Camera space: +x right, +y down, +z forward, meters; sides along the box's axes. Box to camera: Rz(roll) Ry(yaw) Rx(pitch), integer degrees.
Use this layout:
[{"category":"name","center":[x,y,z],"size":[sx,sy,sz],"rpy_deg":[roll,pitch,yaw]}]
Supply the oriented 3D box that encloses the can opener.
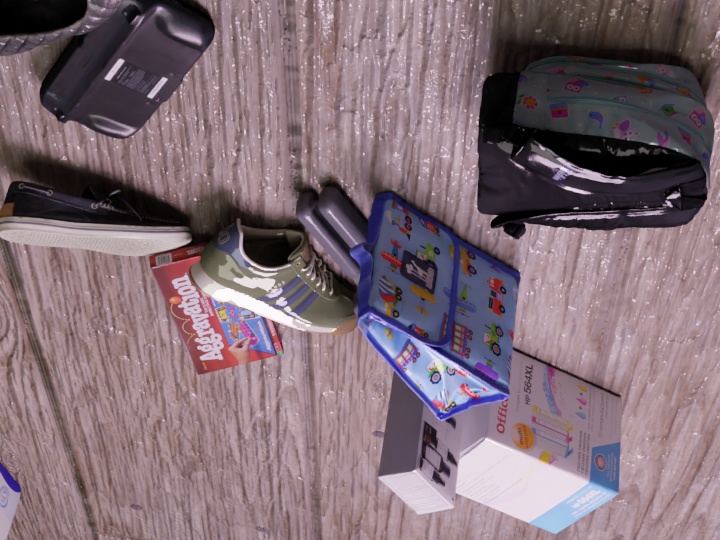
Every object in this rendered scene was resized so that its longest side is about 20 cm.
[{"category":"can opener","center":[0.000,0.000,1.547],"size":[0.053,0.067,0.200],"rpy_deg":[-13,138,28]}]

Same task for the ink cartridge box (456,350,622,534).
[{"category":"ink cartridge box","center":[0.174,0.184,1.701],"size":[0.199,0.129,0.125],"rpy_deg":[24,142,-19]}]

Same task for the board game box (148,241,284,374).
[{"category":"board game box","center":[-0.153,0.040,1.656],"size":[0.102,0.020,0.200],"rpy_deg":[-13,141,2]}]

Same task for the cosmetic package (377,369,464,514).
[{"category":"cosmetic package","center":[0.072,0.149,1.618],"size":[0.050,0.201,0.083],"rpy_deg":[-14,138,29]}]

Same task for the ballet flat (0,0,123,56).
[{"category":"ballet flat","center":[-0.271,-0.226,1.306],"size":[0.199,0.057,0.067],"rpy_deg":[-18,93,35]}]

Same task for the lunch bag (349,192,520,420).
[{"category":"lunch bag","center":[0.059,0.028,1.499],"size":[0.094,0.151,0.200],"rpy_deg":[-23,133,37]}]

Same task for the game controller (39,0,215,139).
[{"category":"game controller","center":[-0.214,-0.186,1.383],"size":[0.104,0.042,0.200],"rpy_deg":[14,147,-30]}]

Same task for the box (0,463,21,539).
[{"category":"box","center":[-0.593,0.293,2.061],"size":[0.199,0.105,0.184],"rpy_deg":[-2,143,15]}]

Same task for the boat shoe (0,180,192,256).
[{"category":"boat shoe","center":[-0.267,-0.054,1.546],"size":[0.199,0.063,0.075],"rpy_deg":[6,162,-20]}]

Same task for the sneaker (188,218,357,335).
[{"category":"sneaker","center":[-0.069,0.003,1.567],"size":[0.199,0.067,0.090],"rpy_deg":[17,126,-27]}]

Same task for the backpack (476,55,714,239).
[{"category":"backpack","center":[0.202,-0.107,1.304],"size":[0.199,0.127,0.167],"rpy_deg":[4,155,7]}]
